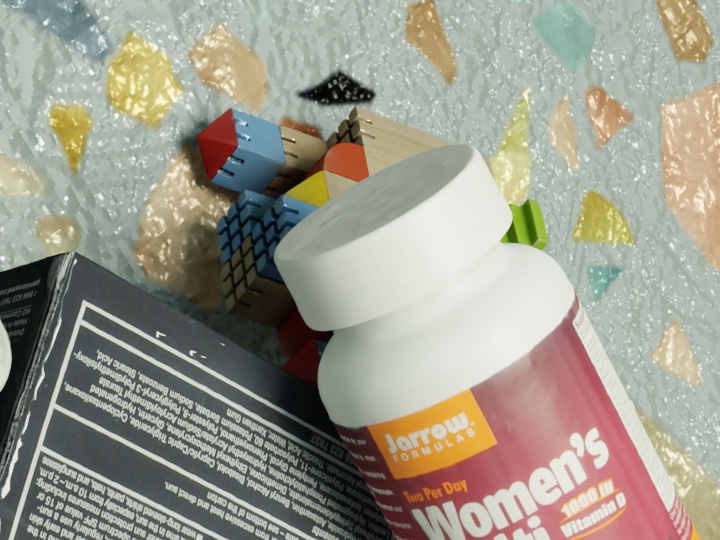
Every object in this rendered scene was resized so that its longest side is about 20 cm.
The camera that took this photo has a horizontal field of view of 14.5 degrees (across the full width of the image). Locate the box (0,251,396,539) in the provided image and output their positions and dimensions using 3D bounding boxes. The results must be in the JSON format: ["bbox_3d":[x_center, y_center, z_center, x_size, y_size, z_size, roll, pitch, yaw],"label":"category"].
[{"bbox_3d":[-0.100,0.130,1.123,0.199,0.123,0.200,31,62,-32],"label":"box"}]

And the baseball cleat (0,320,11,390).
[{"bbox_3d":[-0.228,0.009,1.044,0.199,0.106,0.070,22,68,-11],"label":"baseball cleat"}]

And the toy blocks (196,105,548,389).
[{"bbox_3d":[0.000,0.000,1.229,0.136,0.100,0.201,18,41,-30],"label":"toy blocks"}]

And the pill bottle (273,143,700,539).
[{"bbox_3d":[0.050,0.060,1.116,0.109,0.109,0.201,-39,108,-37],"label":"pill bottle"}]
